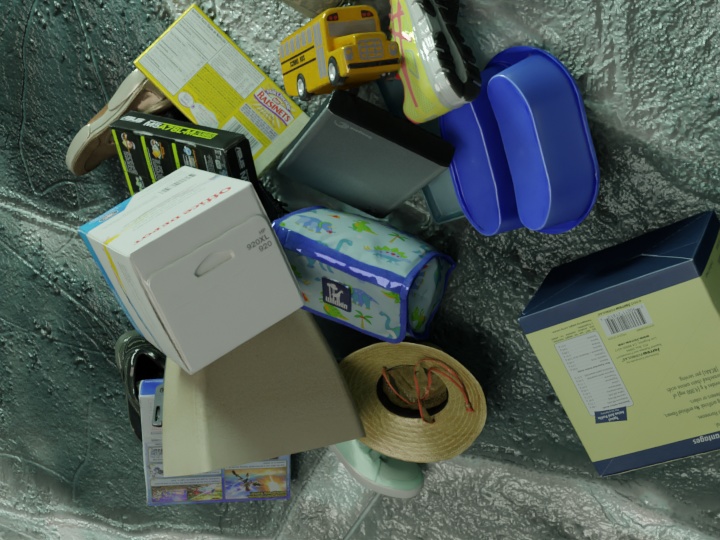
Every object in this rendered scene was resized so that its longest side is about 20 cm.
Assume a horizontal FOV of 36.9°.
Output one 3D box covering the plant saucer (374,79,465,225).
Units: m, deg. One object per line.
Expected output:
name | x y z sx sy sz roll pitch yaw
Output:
plant saucer | 0.077 -0.151 1.206 0.070 0.019 0.201 -15 107 32

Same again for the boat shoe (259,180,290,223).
boat shoe | -0.124 -0.066 1.324 0.074 0.062 0.201 -7 115 46

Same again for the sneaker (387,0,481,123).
sneaker | 0.053 -0.238 1.095 0.090 0.078 0.201 -36 54 41

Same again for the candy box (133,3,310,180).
candy box | -0.160 -0.206 1.262 0.200 0.026 0.102 45 82 1

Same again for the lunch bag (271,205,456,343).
lunch bag | 0.000 0.000 1.198 0.169 0.200 0.128 20 87 15

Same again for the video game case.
video game case | -0.194 0.230 1.464 0.199 0.046 0.182 -1 117 -7

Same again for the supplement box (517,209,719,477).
supplement box | 0.309 0.079 1.127 0.199 0.134 0.200 -22 103 34

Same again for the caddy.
caddy | 0.169 -0.129 1.118 0.141 0.105 0.201 -4 105 50

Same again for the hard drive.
hard drive | 0.001 -0.121 1.163 0.139 0.033 0.200 24 161 -12

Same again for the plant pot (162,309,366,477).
plant pot | -0.133 0.136 1.284 0.200 0.199 0.178 155 105 -65

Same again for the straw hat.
straw hat | 0.068 0.135 1.307 0.200 0.085 0.202 11 130 13

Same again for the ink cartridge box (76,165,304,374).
ink cartridge box | -0.181 -0.007 1.140 0.200 0.147 0.145 21 139 61

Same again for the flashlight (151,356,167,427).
flashlight | -0.218 0.103 1.389 0.067 0.068 0.201 -9 70 35

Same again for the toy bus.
toy bus | -0.025 -0.223 1.122 0.200 0.065 0.079 -178 80 -70

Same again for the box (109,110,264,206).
box | -0.198 -0.081 1.293 0.192 0.047 0.201 16 132 36

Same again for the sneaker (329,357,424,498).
sneaker | 0.014 0.199 1.374 0.200 0.074 0.118 39 132 8

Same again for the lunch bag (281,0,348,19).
lunch bag | -0.051 -0.374 1.095 0.200 0.118 0.164 51 128 2

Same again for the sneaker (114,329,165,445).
sneaker | -0.286 0.190 1.505 0.114 0.076 0.201 -146 42 -64

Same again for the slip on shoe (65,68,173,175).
slip on shoe | -0.300 -0.176 1.359 0.200 0.076 0.061 -42 89 28
